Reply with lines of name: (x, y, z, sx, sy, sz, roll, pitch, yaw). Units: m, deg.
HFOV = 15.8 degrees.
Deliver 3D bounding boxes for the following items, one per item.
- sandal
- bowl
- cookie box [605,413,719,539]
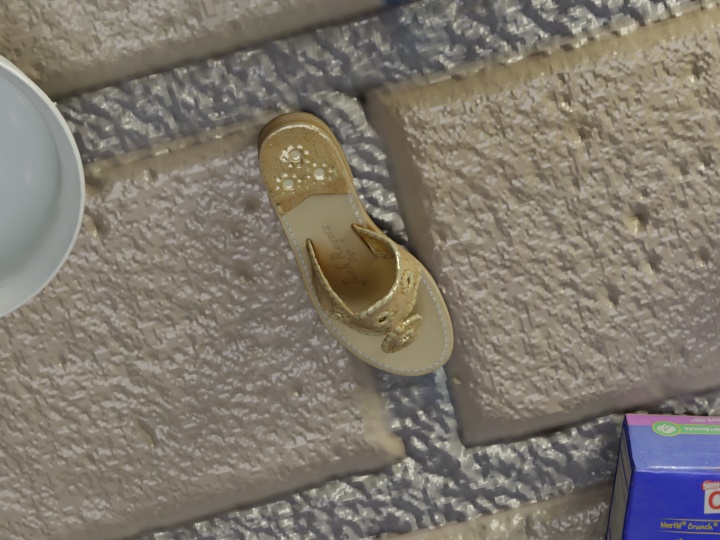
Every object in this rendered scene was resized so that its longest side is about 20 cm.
sandal: (-0.005, 0.003, 1.637, 0.078, 0.070, 0.212, -25, 117, 10)
bowl: (-0.267, -0.067, 1.571, 0.201, 0.090, 0.201, -2, 118, -3)
cookie box: (0.252, 0.201, 1.759, 0.171, 0.075, 0.200, 3, 119, -5)
